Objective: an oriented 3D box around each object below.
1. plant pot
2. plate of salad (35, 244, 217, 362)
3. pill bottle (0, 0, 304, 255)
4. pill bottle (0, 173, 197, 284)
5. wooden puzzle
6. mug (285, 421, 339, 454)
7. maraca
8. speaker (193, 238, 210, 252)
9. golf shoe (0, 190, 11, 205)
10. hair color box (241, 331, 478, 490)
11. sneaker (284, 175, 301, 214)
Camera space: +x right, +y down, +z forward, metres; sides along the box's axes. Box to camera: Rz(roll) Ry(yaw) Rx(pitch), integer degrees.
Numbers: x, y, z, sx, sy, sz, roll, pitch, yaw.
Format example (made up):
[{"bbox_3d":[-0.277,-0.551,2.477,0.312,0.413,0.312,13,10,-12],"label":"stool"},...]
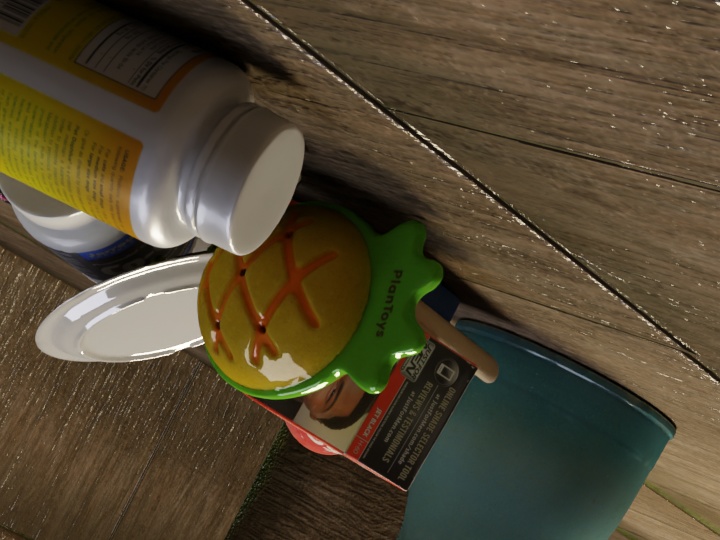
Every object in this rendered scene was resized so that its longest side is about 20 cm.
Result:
[{"bbox_3d":[0.125,0.169,1.498,0.199,0.189,0.200,27,172,4],"label":"plant pot"},{"bbox_3d":[-0.151,0.021,1.400,0.198,0.048,0.200,-16,161,-6],"label":"plate of salad"},{"bbox_3d":[-0.134,-0.084,1.019,0.199,0.110,0.109,26,172,17],"label":"pill bottle"},{"bbox_3d":[-0.196,-0.059,1.380,0.113,0.114,0.200,25,173,14],"label":"pill bottle"},{"bbox_3d":[0.000,0.000,1.373,0.199,0.047,0.185,28,174,37],"label":"wooden puzzle"},{"bbox_3d":[0.009,0.126,1.854,0.177,0.134,0.199,30,169,-31],"label":"mug"},{"bbox_3d":[-0.029,0.020,1.210,0.199,0.138,0.107,3,164,42],"label":"maraca"},{"bbox_3d":[-0.068,0.021,1.594,0.199,0.082,0.081,28,172,-3],"label":"speaker"},{"bbox_3d":[-0.331,-0.126,1.613,0.200,0.073,0.092,40,-178,-24],"label":"golf shoe"},{"bbox_3d":[-0.005,0.078,1.322,0.061,0.102,0.200,33,173,-26],"label":"hair color box"},{"bbox_3d":[-0.102,-0.057,1.211,0.087,0.076,0.200,30,173,-19],"label":"sneaker"}]
